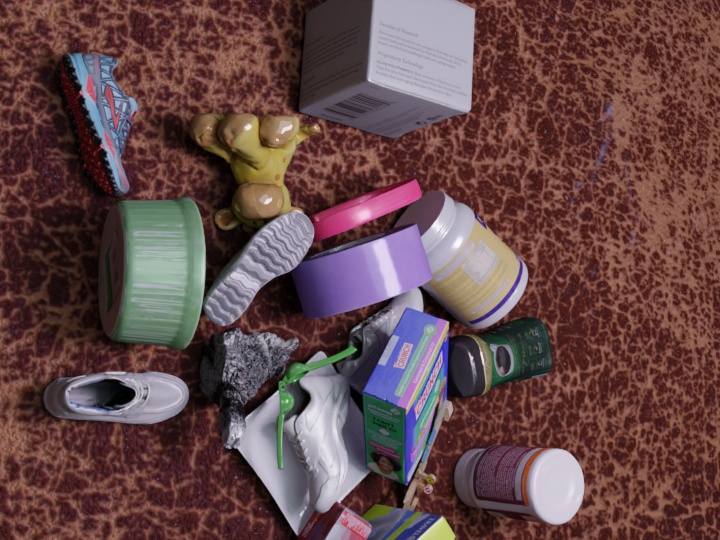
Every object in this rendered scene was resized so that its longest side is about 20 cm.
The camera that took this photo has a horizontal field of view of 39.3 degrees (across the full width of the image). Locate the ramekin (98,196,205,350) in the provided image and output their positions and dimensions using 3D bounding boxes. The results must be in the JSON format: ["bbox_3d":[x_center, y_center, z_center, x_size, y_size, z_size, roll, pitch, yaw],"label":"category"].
[{"bbox_3d":[-0.276,0.002,1.305,0.097,0.200,0.202,3,82,-25],"label":"ramekin"}]

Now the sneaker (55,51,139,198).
[{"bbox_3d":[-0.334,-0.200,1.358,0.095,0.079,0.201,-18,94,-36],"label":"sneaker"}]

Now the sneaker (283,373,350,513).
[{"bbox_3d":[-0.073,0.246,1.453,0.099,0.078,0.201,9,70,-25],"label":"sneaker"}]

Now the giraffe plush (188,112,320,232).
[{"bbox_3d":[-0.150,-0.135,1.448,0.200,0.171,0.164,-5,99,-68],"label":"giraffe plush"}]

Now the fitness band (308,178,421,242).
[{"bbox_3d":[0.002,-0.090,1.526,0.199,0.143,0.038,-26,100,-33],"label":"fitness band"}]

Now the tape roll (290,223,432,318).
[{"bbox_3d":[0.000,0.000,1.480,0.199,0.200,0.086,-21,95,-33],"label":"tape roll"}]

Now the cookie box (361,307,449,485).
[{"bbox_3d":[0.068,0.187,1.490,0.201,0.075,0.172,86,27,-47],"label":"cookie box"}]

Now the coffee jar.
[{"bbox_3d":[0.223,0.145,1.678,0.199,0.085,0.105,-11,92,-35],"label":"coffee jar"}]

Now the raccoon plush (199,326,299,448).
[{"bbox_3d":[-0.147,0.167,1.410,0.133,0.097,0.201,12,55,-31],"label":"raccoon plush"}]

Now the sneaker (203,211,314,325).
[{"bbox_3d":[-0.153,-0.013,1.426,0.200,0.082,0.075,-43,112,-9],"label":"sneaker"}]

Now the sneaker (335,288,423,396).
[{"bbox_3d":[0.033,0.098,1.569,0.080,0.070,0.201,37,66,-21],"label":"sneaker"}]

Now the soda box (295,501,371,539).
[{"bbox_3d":[-0.069,0.428,1.439,0.063,0.070,0.201,40,76,-26],"label":"soda box"}]

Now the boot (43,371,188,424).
[{"bbox_3d":[-0.305,0.168,1.320,0.199,0.095,0.074,0,84,-33],"label":"boot"}]

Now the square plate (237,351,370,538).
[{"bbox_3d":[-0.077,0.258,1.500,0.198,0.028,0.201,-40,106,-30],"label":"square plate"}]

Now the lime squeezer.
[{"bbox_3d":[-0.087,0.178,1.422,0.070,0.038,0.201,34,73,-7],"label":"lime squeezer"}]

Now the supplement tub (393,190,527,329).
[{"bbox_3d":[0.156,-0.017,1.618,0.200,0.145,0.146,42,64,-23],"label":"supplement tub"}]

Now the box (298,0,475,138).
[{"bbox_3d":[0.039,-0.322,1.547,0.199,0.199,0.173,10,79,-34],"label":"box"}]

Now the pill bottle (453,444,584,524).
[{"bbox_3d":[0.246,0.336,1.601,0.114,0.200,0.115,4,82,-33],"label":"pill bottle"}]

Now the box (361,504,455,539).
[{"bbox_3d":[0.045,0.402,1.459,0.122,0.200,0.048,-36,104,-31],"label":"box"}]

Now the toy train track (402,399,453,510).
[{"bbox_3d":[0.110,0.293,1.550,0.115,0.032,0.201,-44,154,-65],"label":"toy train track"}]
